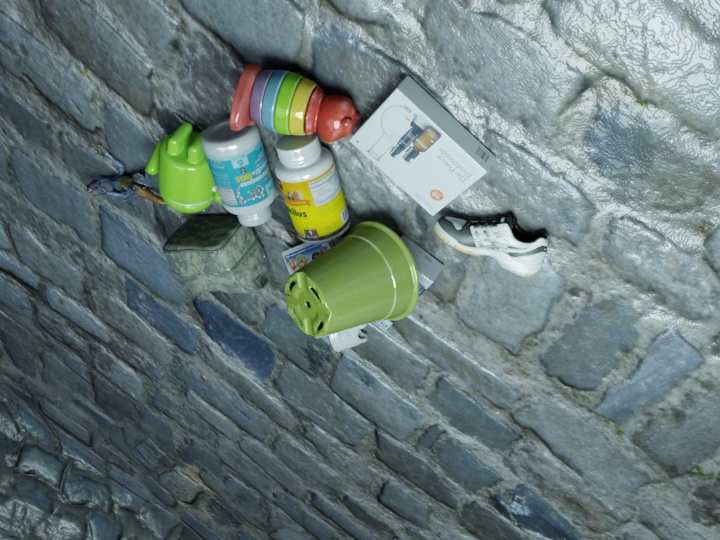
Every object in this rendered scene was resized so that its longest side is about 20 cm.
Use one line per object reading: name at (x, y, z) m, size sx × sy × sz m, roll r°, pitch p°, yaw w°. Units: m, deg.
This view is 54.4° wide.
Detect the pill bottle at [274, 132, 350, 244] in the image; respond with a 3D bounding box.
pill bottle at (-0.092, -0.155, 1.300) m, size 0.109 × 0.109 × 0.200 m, roll 6°, pitch 132°, yaw 27°

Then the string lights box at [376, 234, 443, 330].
string lights box at (0.069, 0.027, 1.411) m, size 0.103 × 0.059 × 0.200 m, roll 38°, pitch 138°, yaw -1°

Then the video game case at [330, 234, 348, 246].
video game case at (0.000, 0.000, 1.390) m, size 0.200 × 0.019 × 0.143 m, roll 5°, pitch 113°, yaw 47°

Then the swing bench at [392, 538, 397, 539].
swing bench at (0.102, 0.986, 2.268) m, size 0.200 × 0.130 × 0.199 m, roll 43°, pitch 138°, yaw -12°

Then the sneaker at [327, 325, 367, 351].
sneaker at (-0.040, 0.087, 1.548) m, size 0.100 × 0.075 × 0.200 m, roll -11°, pitch 123°, yaw 10°

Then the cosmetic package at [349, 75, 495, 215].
cosmetic package at (0.101, -0.204, 1.177) m, size 0.200 × 0.052 × 0.151 m, roll 41°, pitch 141°, yaw -9°

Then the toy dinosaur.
toy dinosaur at (-0.538, -0.180, 1.580) m, size 0.200 × 0.105 × 0.181 m, roll 42°, pitch 161°, yaw -28°

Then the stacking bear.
stacking bear at (-0.104, -0.275, 1.196) m, size 0.200 × 0.121 × 0.114 m, roll 16°, pitch 111°, yaw 5°

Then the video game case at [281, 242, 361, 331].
video game case at (-0.080, 0.036, 1.458) m, size 0.143 × 0.018 × 0.200 m, roll -18°, pitch 95°, yaw 44°

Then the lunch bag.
lunch bag at (-0.311, -0.021, 1.544) m, size 0.200 × 0.139 × 0.168 m, roll 2°, pitch 130°, yaw 32°

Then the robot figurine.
robot figurine at (-0.347, -0.198, 1.413) m, size 0.175 × 0.116 × 0.200 m, roll 20°, pitch 138°, yaw 2°

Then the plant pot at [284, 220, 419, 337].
plant pot at (-0.031, 0.031, 1.274) m, size 0.200 × 0.190 × 0.200 m, roll 26°, pitch 127°, yaw 40°

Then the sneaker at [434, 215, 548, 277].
sneaker at (0.231, -0.067, 1.225) m, size 0.200 × 0.076 × 0.088 m, roll 21°, pitch 122°, yaw 8°

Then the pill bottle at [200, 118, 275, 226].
pill bottle at (-0.228, -0.185, 1.356) m, size 0.111 × 0.111 × 0.200 m, roll 10°, pitch 135°, yaw 25°
